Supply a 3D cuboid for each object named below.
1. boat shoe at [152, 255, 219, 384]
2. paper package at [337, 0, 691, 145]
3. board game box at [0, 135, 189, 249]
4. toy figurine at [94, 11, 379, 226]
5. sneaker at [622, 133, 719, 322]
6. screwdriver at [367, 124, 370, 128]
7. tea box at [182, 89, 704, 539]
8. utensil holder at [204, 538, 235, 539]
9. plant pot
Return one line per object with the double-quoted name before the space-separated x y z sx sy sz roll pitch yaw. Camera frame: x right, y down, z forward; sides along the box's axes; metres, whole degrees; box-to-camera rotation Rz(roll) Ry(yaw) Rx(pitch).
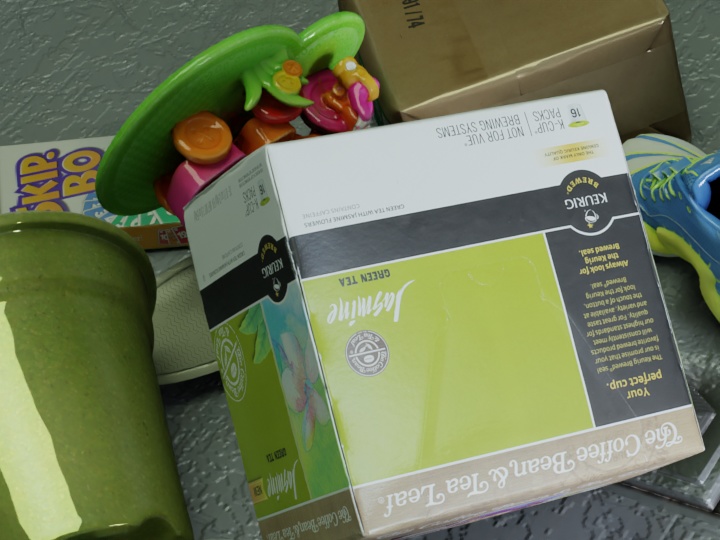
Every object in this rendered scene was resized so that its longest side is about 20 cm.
"boat shoe" -0.063 0.012 1.446 0.199 0.068 0.072 -31 85 -11
"paper package" 0.092 -0.147 1.529 0.189 0.104 0.201 -19 42 -2
"board game box" -0.173 -0.050 1.566 0.199 0.030 0.096 -7 42 14
"toy figurine" -0.018 -0.033 1.364 0.199 0.150 0.184 -31 71 -32
"sneaker" 0.204 -0.045 1.380 0.075 0.105 0.200 -26 43 -12
"screwdriver" 0.000 0.000 1.401 0.029 0.028 0.201 2 66 -17
"tea box" 0.039 0.030 1.222 0.199 0.134 0.198 -10 81 -25
"utensil holder" 0.019 0.213 1.112 0.199 0.171 0.171 0 44 15
"plant pot" -0.177 0.103 1.290 0.199 0.201 0.185 -22 58 -6
